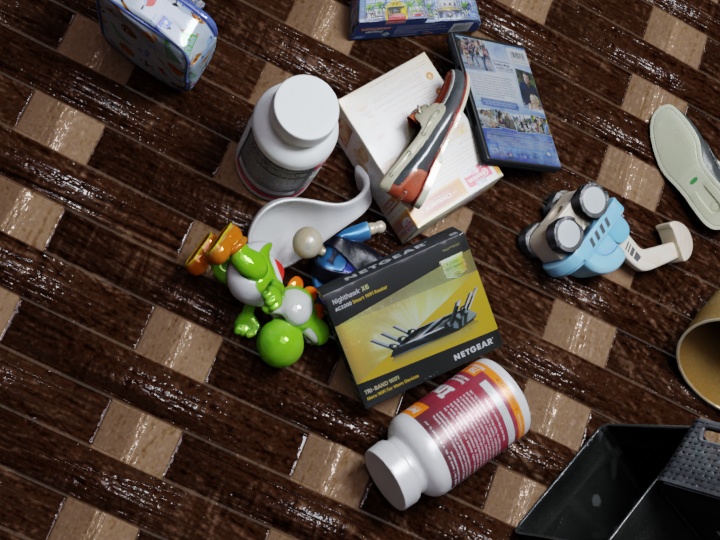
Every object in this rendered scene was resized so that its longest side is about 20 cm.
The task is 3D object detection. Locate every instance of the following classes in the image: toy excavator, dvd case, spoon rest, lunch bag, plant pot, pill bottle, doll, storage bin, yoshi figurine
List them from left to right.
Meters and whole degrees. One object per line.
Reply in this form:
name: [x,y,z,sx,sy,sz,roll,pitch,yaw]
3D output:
lunch bag: [-0.258,-0.307,1.474,0.159,0.200,0.076,36,77,-4]
yoshi figurine: [-0.126,0.044,1.460,0.112,0.113,0.200,-42,111,15]
pill bottle: [-0.089,-0.168,1.483,0.109,0.200,0.113,4,75,-14]
spoon rest: [-0.061,-0.070,1.530,0.198,0.101,0.060,-31,41,-24]
doll: [0.000,0.000,1.522,0.198,0.048,0.138,28,92,-16]
pill bottle: [0.107,0.207,1.482,0.198,0.113,0.114,-32,85,-22]
dvd case: [0.197,-0.232,1.638,0.141,0.018,0.203,3,64,-36]
toy excavator: [0.345,-0.038,1.638,0.200,0.100,0.195,46,70,-14]
plant pot: [0.353,0.327,1.484,0.199,0.199,0.178,-44,101,-22]
storage bin: [0.449,0.275,1.360,0.094,0.134,0.200,-50,116,-19]
plant pot: [0.556,0.070,1.626,0.186,0.187,0.201,39,55,-2]

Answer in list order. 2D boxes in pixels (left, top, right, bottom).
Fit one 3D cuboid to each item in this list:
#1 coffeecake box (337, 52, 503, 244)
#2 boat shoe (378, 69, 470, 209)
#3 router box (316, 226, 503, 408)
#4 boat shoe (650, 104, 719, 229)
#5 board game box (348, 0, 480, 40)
coffeecake box: [0.072,-0.165,1.596,0.152,0.073,0.202,-31,85,-22]
boat shoe: [0.085,-0.178,1.530,0.062,0.071,0.203,25,74,-5]
router box: [0.063,0.058,1.494,0.197,0.052,0.159,-24,104,-8]
boat shoe: [0.486,-0.149,1.724,0.067,0.072,0.202,-8,66,-55]
board game box: [0.064,-0.436,1.676,0.196,0.062,0.204,-8,78,-18]
